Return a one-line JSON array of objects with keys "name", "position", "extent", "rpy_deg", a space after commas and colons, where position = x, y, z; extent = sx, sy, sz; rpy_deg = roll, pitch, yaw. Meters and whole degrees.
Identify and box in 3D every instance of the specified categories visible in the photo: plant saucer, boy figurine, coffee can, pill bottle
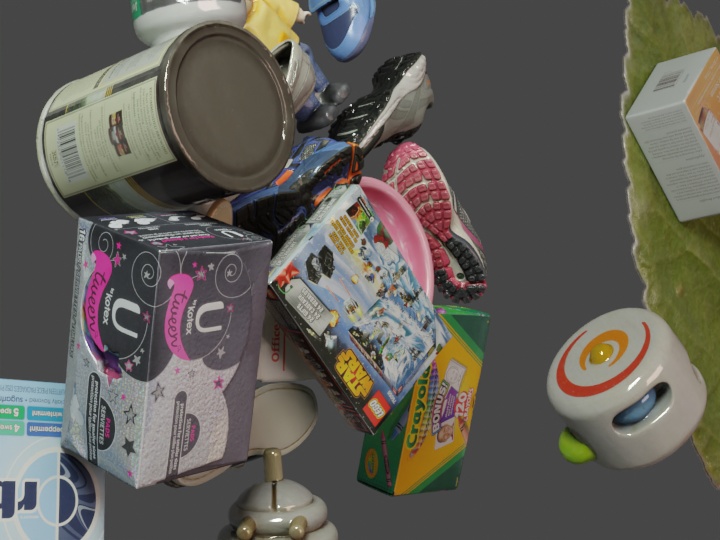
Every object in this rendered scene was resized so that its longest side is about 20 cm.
[{"name": "plant saucer", "position": [0.000, 0.000, 1.446], "extent": [0.199, 0.050, 0.204], "rpy_deg": [11, 75, -45]}, {"name": "boy figurine", "position": [-0.092, -0.245, 1.391], "extent": [0.201, 0.064, 0.125], "rpy_deg": [52, 53, -29]}, {"name": "coffee can", "position": [-0.176, -0.125, 1.176], "extent": [0.145, 0.198, 0.149], "rpy_deg": [11, 74, -44]}, {"name": "pill bottle", "position": [-0.171, -0.283, 1.277], "extent": [0.112, 0.112, 0.203], "rpy_deg": [-6, 86, -47]}]

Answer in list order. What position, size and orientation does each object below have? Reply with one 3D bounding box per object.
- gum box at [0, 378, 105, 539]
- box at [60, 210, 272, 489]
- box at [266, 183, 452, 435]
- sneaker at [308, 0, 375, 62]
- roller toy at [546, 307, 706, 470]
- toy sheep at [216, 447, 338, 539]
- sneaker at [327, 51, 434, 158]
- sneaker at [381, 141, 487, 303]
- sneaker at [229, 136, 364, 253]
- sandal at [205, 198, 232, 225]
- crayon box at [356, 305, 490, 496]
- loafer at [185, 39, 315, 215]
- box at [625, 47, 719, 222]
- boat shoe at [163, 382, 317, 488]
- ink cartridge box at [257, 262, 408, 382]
[{"name": "gum box", "position": [-0.294, 0.194, 1.099], "extent": [0.169, 0.044, 0.203], "rpy_deg": [11, 74, -45]}, {"name": "box", "position": [-0.164, 0.062, 1.104], "extent": [0.131, 0.114, 0.203], "rpy_deg": [-7, 109, -48]}, {"name": "box", "position": [-0.005, 0.038, 1.258], "extent": [0.137, 0.040, 0.201], "rpy_deg": [-48, 122, -26]}, {"name": "sneaker", "position": [-0.035, -0.329, 1.465], "extent": [0.082, 0.073, 0.203], "rpy_deg": [8, 69, -43]}, {"name": "roller toy", "position": [0.336, 0.144, 1.675], "extent": [0.140, 0.181, 0.201], "rpy_deg": [50, 50, -25]}, {"name": "toy sheep", "position": [-0.078, 0.271, 1.249], "extent": [0.137, 0.137, 0.204], "rpy_deg": [-2, 97, -46]}, {"name": "sneaker", "position": [0.031, -0.172, 1.500], "extent": [0.201, 0.073, 0.080], "rpy_deg": [-51, 123, -40]}, {"name": "sneaker", "position": [0.086, -0.059, 1.540], "extent": [0.202, 0.080, 0.075], "rpy_deg": [63, 21, -19]}, {"name": "sneaker", "position": [-0.088, -0.077, 1.359], "extent": [0.199, 0.078, 0.076], "rpy_deg": [-32, 133, -30]}, {"name": "sandal", "position": [-0.128, 0.044, 1.216], "extent": [0.078, 0.069, 0.215], "rpy_deg": [-26, 137, -70]}, {"name": "crayon box", "position": [0.070, 0.139, 1.437], "extent": [0.118, 0.058, 0.203], "rpy_deg": [5, 98, -49]}, {"name": "loafer", "position": [-0.118, -0.145, 1.307], "extent": [0.201, 0.069, 0.070], "rpy_deg": [-57, 156, -17]}, {"name": "box", "position": [0.511, -0.204, 1.987], "extent": [0.201, 0.105, 0.153], "rpy_deg": [56, 48, -22]}, {"name": "boat shoe", "position": [-0.124, 0.160, 1.274], "extent": [0.199, 0.061, 0.076], "rpy_deg": [-26, 103, -44]}, {"name": "ink cartridge box", "position": [-0.054, 0.047, 1.321], "extent": [0.197, 0.067, 0.119], "rpy_deg": [0, 96, -23]}]
